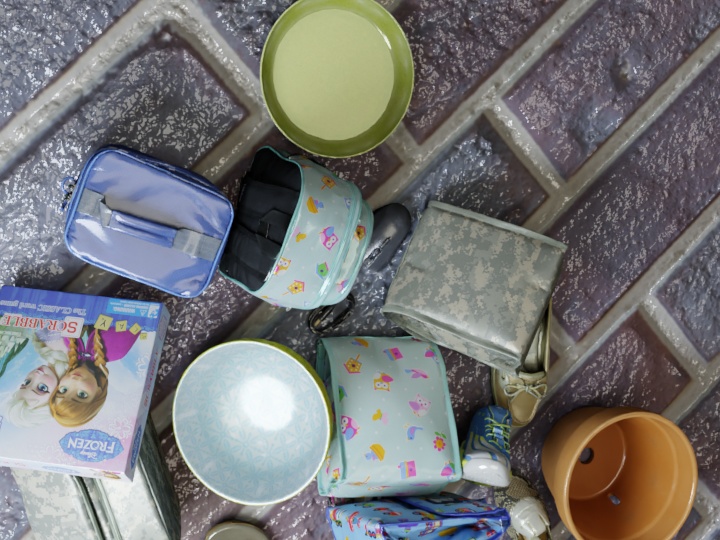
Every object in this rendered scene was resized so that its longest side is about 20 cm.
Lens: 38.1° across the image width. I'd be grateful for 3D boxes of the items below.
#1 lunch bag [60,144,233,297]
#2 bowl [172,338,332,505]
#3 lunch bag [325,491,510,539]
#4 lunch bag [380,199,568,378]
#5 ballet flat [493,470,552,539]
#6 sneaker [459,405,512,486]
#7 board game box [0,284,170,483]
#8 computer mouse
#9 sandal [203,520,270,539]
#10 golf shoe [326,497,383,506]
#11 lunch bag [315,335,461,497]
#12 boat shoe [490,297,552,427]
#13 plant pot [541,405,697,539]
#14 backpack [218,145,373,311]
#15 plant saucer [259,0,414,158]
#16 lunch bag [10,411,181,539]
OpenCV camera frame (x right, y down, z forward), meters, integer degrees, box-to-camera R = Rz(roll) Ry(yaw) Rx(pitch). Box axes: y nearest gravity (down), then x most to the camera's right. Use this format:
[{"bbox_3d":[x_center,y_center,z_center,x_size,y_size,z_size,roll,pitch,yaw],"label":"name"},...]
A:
[{"bbox_3d":[-0.250,-0.062,1.201,0.197,0.132,0.138,20,93,-18],"label":"lunch bag"},{"bbox_3d":[-0.119,0.172,1.278,0.196,0.108,0.204,2,99,13],"label":"bowl"},{"bbox_3d":[0.081,0.324,1.298,0.197,0.150,0.096,-10,91,-29],"label":"lunch bag"},{"bbox_3d":[0.140,0.019,1.322,0.197,0.118,0.166,22,77,12],"label":"lunch bag"},{"bbox_3d":[0.244,0.373,1.444,0.067,0.075,0.203,-23,104,-10],"label":"ballet flat"},{"bbox_3d":[0.161,0.221,1.347,0.074,0.200,0.107,13,78,1],"label":"sneaker"},{"bbox_3d":[-0.332,0.124,1.170,0.196,0.041,0.203,5,65,5],"label":"board game box"},{"bbox_3d":[0.000,0.000,1.336,0.058,0.034,0.201,34,89,-19],"label":"computer mouse"},{"bbox_3d":[-0.130,0.408,1.352,0.080,0.054,0.202,-30,106,-10],"label":"sandal"},{"bbox_3d":[0.007,0.375,1.377,0.090,0.073,0.204,-4,100,-17],"label":"golf shoe"},{"bbox_3d":[0.028,0.179,1.326,0.167,0.122,0.203,1,66,-16],"label":"lunch bag"},{"bbox_3d":[0.224,0.116,1.404,0.072,0.063,0.204,6,97,-17],"label":"boat shoe"},{"bbox_3d":[0.336,0.271,1.422,0.197,0.140,0.204,-3,100,-16],"label":"plant pot"},{"bbox_3d":[-0.072,-0.042,1.221,0.151,0.200,0.178,23,91,-18],"label":"backpack"},{"bbox_3d":[-0.031,-0.242,1.291,0.196,0.031,0.204,-3,99,-17],"label":"plant saucer"},{"bbox_3d":[-0.316,0.265,1.237,0.165,0.139,0.203,-17,104,-2],"label":"lunch bag"}]
